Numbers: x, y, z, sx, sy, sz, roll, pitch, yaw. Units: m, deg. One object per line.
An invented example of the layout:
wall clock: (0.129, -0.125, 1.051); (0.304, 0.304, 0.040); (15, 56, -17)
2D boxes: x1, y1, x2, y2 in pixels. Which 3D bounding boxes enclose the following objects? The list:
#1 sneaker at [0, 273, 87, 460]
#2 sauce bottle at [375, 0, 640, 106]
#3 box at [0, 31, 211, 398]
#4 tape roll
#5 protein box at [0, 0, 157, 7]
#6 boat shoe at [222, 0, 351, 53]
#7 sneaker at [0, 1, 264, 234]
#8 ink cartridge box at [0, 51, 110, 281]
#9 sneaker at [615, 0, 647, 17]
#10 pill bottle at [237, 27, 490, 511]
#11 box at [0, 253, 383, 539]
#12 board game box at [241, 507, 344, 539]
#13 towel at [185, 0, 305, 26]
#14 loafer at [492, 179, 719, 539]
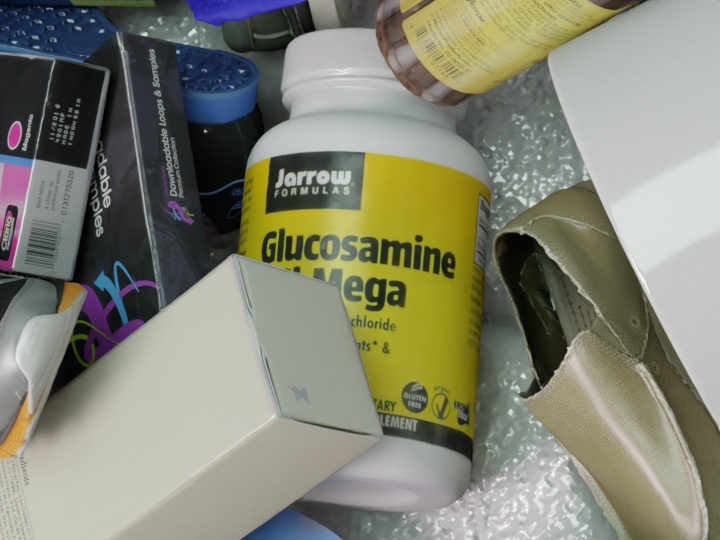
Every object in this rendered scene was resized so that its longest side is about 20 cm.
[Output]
sneaker: (-0.175, 0.029, 1.279); (0.077, 0.200, 0.079); (28, 78, -21)
sauce bottle: (0.091, -0.132, 1.252); (0.200, 0.064, 0.065); (-27, 66, 43)
box: (-0.137, 0.000, 1.364); (0.200, 0.036, 0.144); (-35, 58, 48)
tape roll: (0.182, -0.032, 1.239); (0.139, 0.203, 0.204); (-27, 69, 9)
protein box: (-0.167, -0.258, 1.399); (0.134, 0.199, 0.201); (3, 66, 19)
boat shoe: (-0.051, -0.202, 1.430); (0.060, 0.072, 0.203); (-13, 76, 9)
sneaker: (-0.125, -0.075, 1.424); (0.199, 0.070, 0.078); (22, 123, 39)
ink cartridge box: (-0.182, -0.053, 1.376); (0.200, 0.037, 0.095); (10, 90, 58)
sneaker: (0.179, -0.181, 1.326); (0.074, 0.082, 0.200); (30, 66, 17)
pill bottle: (0.000, 0.000, 1.338); (0.112, 0.112, 0.201); (0, 76, 18)
box: (-0.088, 0.081, 1.269); (0.200, 0.068, 0.083); (-35, 57, 31)
board game box: (-0.061, 0.203, 1.347); (0.157, 0.039, 0.201); (23, 86, 16)
towel: (-0.080, -0.192, 1.216); (0.050, 0.147, 0.201); (-41, 106, -30)
loafer: (0.107, 0.057, 1.297); (0.076, 0.067, 0.201); (-50, 54, 49)
